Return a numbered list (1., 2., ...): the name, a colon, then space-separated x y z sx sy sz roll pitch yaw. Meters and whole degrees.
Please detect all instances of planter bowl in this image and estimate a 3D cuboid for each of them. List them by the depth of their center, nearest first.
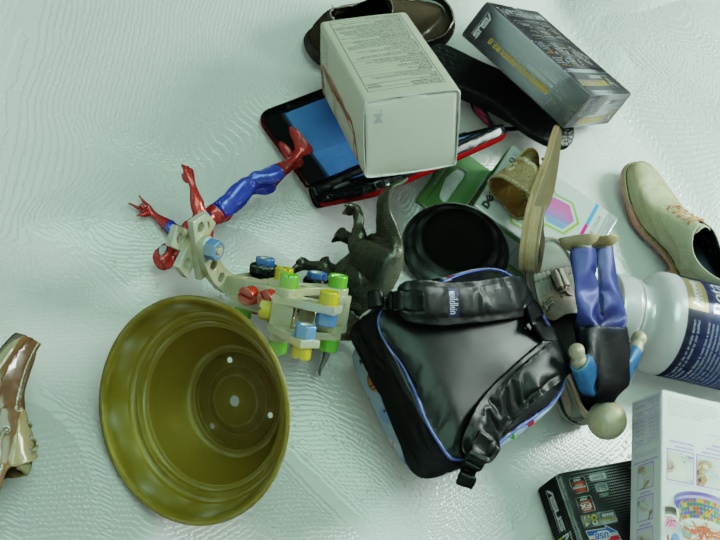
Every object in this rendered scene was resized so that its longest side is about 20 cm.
1. planter bowl: -0.131 0.122 1.194 0.201 0.200 0.083 56 22 14

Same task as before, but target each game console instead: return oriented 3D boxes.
1. game console: 0.025 -0.156 1.426 0.199 0.172 0.120 -26 100 -31

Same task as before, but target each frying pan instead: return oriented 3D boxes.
1. frying pan: 0.132 -0.006 1.387 0.189 0.115 0.031 29 36 -6

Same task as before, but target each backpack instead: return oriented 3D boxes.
1. backpack: 0.099 0.094 1.289 0.189 0.154 0.202 -22 85 -28

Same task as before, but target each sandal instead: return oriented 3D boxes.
1. sandal: 0.166 -0.084 1.393 0.069 0.078 0.213 5 45 12
2. sandal: 0.159 -0.198 1.547 0.199 0.045 0.075 28 54 2

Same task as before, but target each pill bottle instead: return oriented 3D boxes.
1. pill bottle: 0.353 0.064 1.432 0.198 0.111 0.112 13 58 -15

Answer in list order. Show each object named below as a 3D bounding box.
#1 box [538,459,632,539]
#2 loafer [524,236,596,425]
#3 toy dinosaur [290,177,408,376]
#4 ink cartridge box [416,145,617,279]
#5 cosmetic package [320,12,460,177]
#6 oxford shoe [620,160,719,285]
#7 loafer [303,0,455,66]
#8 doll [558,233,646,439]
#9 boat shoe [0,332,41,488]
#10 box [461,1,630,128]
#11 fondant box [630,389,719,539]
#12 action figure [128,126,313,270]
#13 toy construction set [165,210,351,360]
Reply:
1. box: 0.293 0.271 1.332 0.198 0.044 0.162 -5 64 -25
2. loafer: 0.220 0.060 1.375 0.071 0.063 0.202 -12 85 -5
3. toy dinosaur: 0.000 0.000 1.322 0.102 0.077 0.200 44 96 21
4. ink cartridge box: 0.173 -0.065 1.465 0.199 0.059 0.104 35 56 0
5. cosmetic package: 0.027 -0.185 1.375 0.102 0.088 0.201 -7 34 -10
6. oxford shoe: 0.371 -0.051 1.527 0.070 0.074 0.201 -20 71 -30
7. loafer: 0.033 -0.280 1.522 0.199 0.071 0.073 -19 70 -30
8. doll: 0.242 0.066 1.320 0.136 0.048 0.202 2 81 -48
9. boat shoe: -0.316 0.154 1.140 0.073 0.076 0.201 25 64 -13
10. box: 0.216 -0.234 1.517 0.158 0.048 0.200 45 22 12
11. fondant box: 0.336 0.230 1.293 0.143 0.058 0.202 14 66 -20
12. action figure: -0.150 -0.085 1.331 0.099 0.065 0.200 43 65 0
13. toy construction set: -0.091 0.020 1.239 0.199 0.093 0.131 30 19 25
